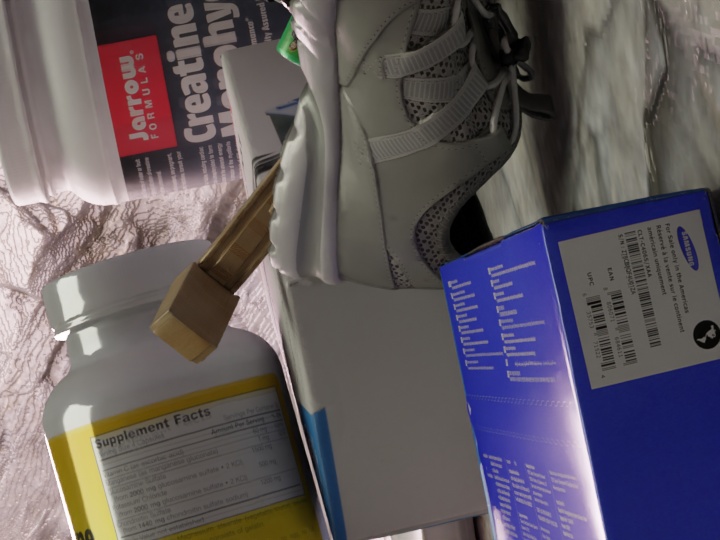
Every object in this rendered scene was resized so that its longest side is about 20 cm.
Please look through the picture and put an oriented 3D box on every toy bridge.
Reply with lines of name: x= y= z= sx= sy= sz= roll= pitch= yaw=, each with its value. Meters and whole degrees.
toy bridge: x=-0.012 y=-0.040 z=0.824 sx=0.200 sy=0.027 sz=0.067 roll=-44 pitch=16 yaw=42

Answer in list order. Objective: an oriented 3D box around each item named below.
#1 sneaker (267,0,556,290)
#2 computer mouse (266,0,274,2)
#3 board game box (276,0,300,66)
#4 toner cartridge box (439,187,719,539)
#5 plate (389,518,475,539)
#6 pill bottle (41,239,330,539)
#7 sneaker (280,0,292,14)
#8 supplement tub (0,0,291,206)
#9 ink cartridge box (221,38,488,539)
sneaker: x=0.024 y=-0.071 z=0.661 sx=0.201 sy=0.081 sz=0.075 roll=98 pitch=-172 yaw=-49
computer mouse: x=-0.041 y=-0.213 z=1.002 sx=0.138 sy=0.053 sz=0.201 roll=40 pitch=-149 yaw=-27
board game box: x=-0.075 y=-0.140 z=0.818 sx=0.026 sy=0.199 sz=0.200 roll=-61 pitch=7 yaw=18
toner cartridge box: x=0.061 y=0.035 z=0.587 sx=0.200 sy=0.043 sz=0.096 roll=154 pitch=105 yaw=-85
plate: x=0.035 y=0.126 z=1.168 sx=0.200 sy=0.032 sz=0.201 roll=-110 pitch=10 yaw=-66
pill bottle: x=-0.078 y=0.094 z=0.970 sx=0.112 sy=0.111 sz=0.202 roll=117 pitch=138 yaw=-82
sneaker: x=-0.004 y=-0.188 z=0.703 sx=0.116 sy=0.075 sz=0.201 roll=-82 pitch=-4 yaw=-58
supplement tub: x=-0.093 y=-0.112 z=1.126 sx=0.140 sy=0.198 sz=0.142 roll=169 pitch=90 yaw=-85
ink cartridge box: x=0.000 y=0.000 z=0.982 sx=0.200 sy=0.085 sz=0.147 roll=-111 pitch=10 yaw=-55
